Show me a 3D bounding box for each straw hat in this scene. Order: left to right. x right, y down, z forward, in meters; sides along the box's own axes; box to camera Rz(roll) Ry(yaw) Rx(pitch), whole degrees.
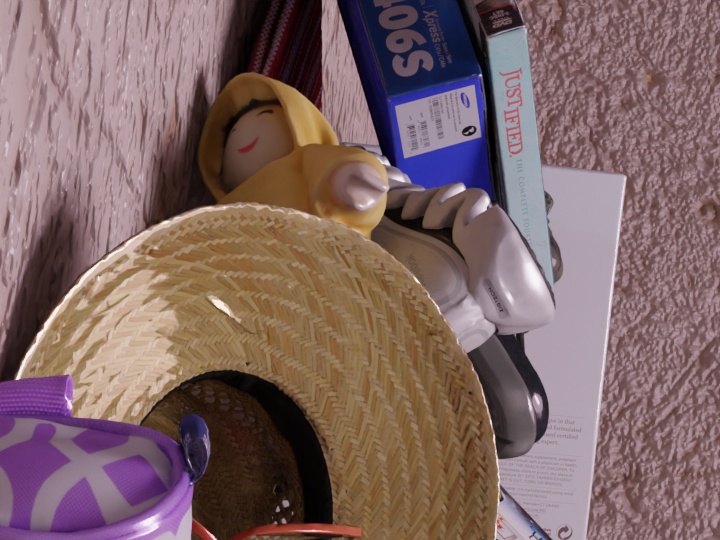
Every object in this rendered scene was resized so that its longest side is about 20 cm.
[{"bbox_3d":[-0.055,0.082,0.741,0.085,0.201,0.201,-7,-109,55],"label":"straw hat"}]

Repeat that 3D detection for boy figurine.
[{"bbox_3d":[-0.034,-0.009,0.862,0.124,0.064,0.200,-39,-155,31],"label":"boy figurine"}]

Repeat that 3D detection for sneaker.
[{"bbox_3d":[0.000,0.000,0.945,0.075,0.081,0.200,59,-15,-18],"label":"sneaker"},{"bbox_3d":[0.061,0.012,1.067,0.199,0.114,0.076,-131,-150,-57],"label":"sneaker"}]

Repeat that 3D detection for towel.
[{"bbox_3d":[-0.040,-0.039,1.075,0.145,0.022,0.200,-76,170,-49],"label":"towel"}]

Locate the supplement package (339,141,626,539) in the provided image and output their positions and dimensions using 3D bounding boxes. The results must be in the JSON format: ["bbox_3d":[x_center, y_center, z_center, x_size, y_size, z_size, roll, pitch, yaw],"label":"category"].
[{"bbox_3d":[0.046,0.037,1.242,0.151,0.152,0.200,-148,-115,-84],"label":"supplement package"}]

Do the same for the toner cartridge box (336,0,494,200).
[{"bbox_3d":[0.014,-0.123,1.022,0.095,0.043,0.200,82,-6,-53],"label":"toner cartridge box"}]

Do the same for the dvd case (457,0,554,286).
[{"bbox_3d":[0.050,-0.106,1.041,0.200,0.022,0.146,-108,-174,-48],"label":"dvd case"}]

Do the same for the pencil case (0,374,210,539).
[{"bbox_3d":[-0.088,0.129,0.582,0.086,0.084,0.200,-129,-137,-66],"label":"pencil case"}]

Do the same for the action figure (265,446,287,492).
[{"bbox_3d":[-0.030,0.141,1.012,0.200,0.102,0.119,-2,133,-47],"label":"action figure"}]

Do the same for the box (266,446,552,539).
[{"bbox_3d":[0.020,0.091,0.964,0.035,0.200,0.110,-46,167,13],"label":"box"}]

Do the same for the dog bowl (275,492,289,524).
[{"bbox_3d":[-0.031,0.189,0.856,0.200,0.074,0.200,-40,139,-48],"label":"dog bowl"}]
